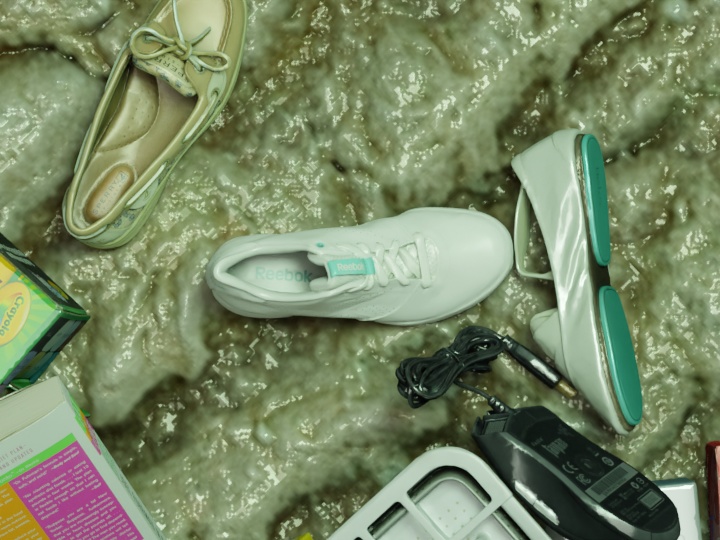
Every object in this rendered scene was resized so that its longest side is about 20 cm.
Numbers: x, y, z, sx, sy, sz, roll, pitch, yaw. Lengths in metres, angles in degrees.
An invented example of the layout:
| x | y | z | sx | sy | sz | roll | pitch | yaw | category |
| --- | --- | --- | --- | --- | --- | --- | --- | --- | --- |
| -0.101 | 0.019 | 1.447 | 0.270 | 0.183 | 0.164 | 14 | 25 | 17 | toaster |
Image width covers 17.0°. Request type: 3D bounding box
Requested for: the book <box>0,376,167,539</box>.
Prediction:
| x | y | z | sx | sy | sz | roll | pitch | yaw | category |
| --- | --- | --- | --- | --- | --- | --- | --- | --- | --- |
| -0.203 | 0.165 | 1.500 | 0.133 | 0.200 | 0.048 | -26 | 43 | 0 | book |

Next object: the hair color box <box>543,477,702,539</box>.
| x | y | z | sx | sy | sz | roll | pitch | yaw | category |
| --- | --- | --- | --- | --- | --- | --- | --- | --- | --- |
| 0.174 | 0.238 | 1.540 | 0.099 | 0.061 | 0.201 | -6 | 87 | 2 | hair color box |

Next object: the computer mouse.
| x | y | z | sx | sy | sz | roll | pitch | yaw | category |
| --- | --- | --- | --- | --- | --- | --- | --- | --- | --- |
| 0.118 | 0.111 | 1.513 | 0.200 | 0.140 | 0.046 | 34 | 115 | 12 | computer mouse |

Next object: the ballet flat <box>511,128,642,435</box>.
| x | y | z | sx | sy | sz | roll | pitch | yaw | category |
| --- | --- | --- | --- | --- | --- | --- | --- | --- | --- |
| 0.136 | 0.010 | 1.554 | 0.069 | 0.069 | 0.201 | -9 | 84 | 1 | ballet flat |

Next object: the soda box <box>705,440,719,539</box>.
| x | y | z | sx | sy | sz | roll | pitch | yaw | category |
| --- | --- | --- | --- | --- | --- | --- | --- | --- | --- |
| 0.260 | 0.208 | 1.537 | 0.070 | 0.063 | 0.201 | -2 | 87 | 2 | soda box |

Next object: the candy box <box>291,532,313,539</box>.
| x | y | z | sx | sy | sz | roll | pitch | yaw | category |
| --- | --- | --- | --- | --- | --- | --- | --- | --- | --- |
| -0.011 | 0.273 | 1.519 | 0.026 | 0.102 | 0.200 | -30 | 92 | 34 | candy box |

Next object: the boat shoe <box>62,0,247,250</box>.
| x | y | z | sx | sy | sz | roll | pitch | yaw | category |
| --- | --- | --- | --- | --- | --- | --- | --- | --- | --- |
| -0.132 | -0.105 | 1.559 | 0.073 | 0.063 | 0.201 | 24 | 88 | 3 | boat shoe |

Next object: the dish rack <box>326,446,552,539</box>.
| x | y | z | sx | sy | sz | roll | pitch | yaw | category |
| --- | --- | --- | --- | --- | --- | --- | --- | --- | --- |
| 0.063 | 0.225 | 1.471 | 0.172 | 0.044 | 0.200 | -43 | 83 | 10 | dish rack |

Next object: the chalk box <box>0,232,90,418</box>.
| x | y | z | sx | sy | sz | roll | pitch | yaw | category |
| --- | --- | --- | --- | --- | --- | --- | --- | --- | --- |
| -0.258 | 0.036 | 1.528 | 0.200 | 0.125 | 0.124 | 43 | 89 | 4 | chalk box |

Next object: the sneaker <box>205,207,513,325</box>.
| x | y | z | sx | sy | sz | roll | pitch | yaw | category |
| --- | --- | --- | --- | --- | --- | --- | --- | --- | --- |
| 0.000 | 0.000 | 1.540 | 0.199 | 0.088 | 0.076 | -7 | 86 | 1 | sneaker |
